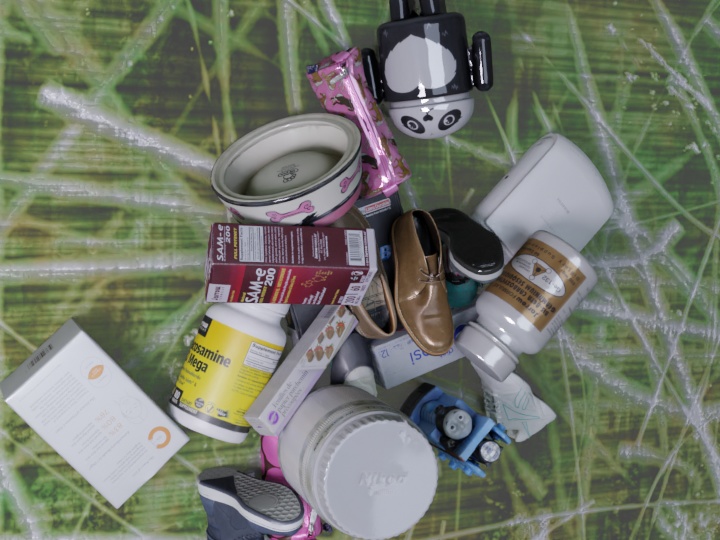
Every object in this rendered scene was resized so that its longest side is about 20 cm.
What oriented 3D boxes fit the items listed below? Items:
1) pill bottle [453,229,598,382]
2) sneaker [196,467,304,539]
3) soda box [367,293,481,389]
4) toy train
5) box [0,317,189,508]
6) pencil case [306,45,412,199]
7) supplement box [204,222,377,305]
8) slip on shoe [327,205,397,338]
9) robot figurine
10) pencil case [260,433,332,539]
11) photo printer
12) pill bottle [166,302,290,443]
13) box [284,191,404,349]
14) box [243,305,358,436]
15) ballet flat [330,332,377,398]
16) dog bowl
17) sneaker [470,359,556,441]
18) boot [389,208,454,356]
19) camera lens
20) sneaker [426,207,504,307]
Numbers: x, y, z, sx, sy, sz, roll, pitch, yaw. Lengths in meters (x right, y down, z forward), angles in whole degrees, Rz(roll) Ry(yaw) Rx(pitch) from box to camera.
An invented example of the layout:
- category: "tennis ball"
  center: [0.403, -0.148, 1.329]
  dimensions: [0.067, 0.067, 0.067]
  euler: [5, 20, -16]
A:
- category: "pill bottle"
  center: [0.226, 0.052, 1.446]
  dimensions: [0.114, 0.114, 0.200]
  euler: [44, 83, -22]
- category: "sneaker"
  center: [-0.136, 0.351, 1.361]
  dimensions: [0.077, 0.202, 0.146]
  euler: [-14, 104, -38]
- category: "soda box"
  center: [0.102, 0.100, 1.498]
  dimensions: [0.200, 0.063, 0.068]
  euler: [-21, 105, -19]
- category: "toy train"
  center: [0.129, 0.222, 1.458]
  dimensions: [0.114, 0.200, 0.087]
  euler: [40, 81, -12]
- category: "box"
  center: [-0.334, 0.177, 1.304]
  dimensions: [0.124, 0.097, 0.200]
  euler: [-44, 111, -12]
- category: "pencil case"
  center: [0.000, -0.195, 1.391]
  dimensions: [0.087, 0.083, 0.200]
  euler: [-40, 110, -55]
- category: "supplement box"
  center: [-0.088, -0.006, 1.282]
  dimensions: [0.200, 0.109, 0.061]
  euler: [2, 63, -12]
- category: "slip on shoe"
  center: [0.000, 0.000, 1.390]
  dimensions: [0.076, 0.061, 0.200]
  euler: [-20, 105, -20]
- category: "robot figurine"
  center: [0.088, -0.278, 1.405]
  dimensions: [0.125, 0.150, 0.200]
  euler: [-16, 103, -34]
- category: "pencil case"
  center: [-0.091, 0.270, 1.423]
  dimensions: [0.091, 0.094, 0.200]
  euler: [-8, 100, -23]
- category: "photo printer"
  center: [0.276, -0.091, 1.543]
  dimensions: [0.200, 0.069, 0.166]
  euler: [-47, 112, -11]
- category: "pill bottle"
  center: [-0.166, 0.114, 1.358]
  dimensions: [0.112, 0.112, 0.200]
  euler: [23, 87, -24]
- category: "box"
  center: [-0.019, 0.005, 1.443]
  dimensions: [0.200, 0.050, 0.199]
  euler: [-19, 105, -20]
- category: "box"
  center: [-0.075, 0.127, 1.354]
  dimensions: [0.039, 0.041, 0.200]
  euler: [49, 58, -23]
- category: "ballet flat"
  center: [-0.005, 0.184, 1.434]
  dimensions: [0.073, 0.073, 0.200]
  euler: [-5, 116, -22]
- category: "dog bowl"
  center: [-0.086, -0.118, 1.324]
  dimensions: [0.200, 0.200, 0.074]
  euler: [-31, 128, -16]
- category: "sneaker"
  center: [0.217, 0.192, 1.545]
  dimensions: [0.080, 0.070, 0.200]
  euler: [-45, 125, -1]
- category: "boot"
  center: [0.085, 0.014, 1.386]
  dimensions: [0.074, 0.075, 0.200]
  euler: [-10, 79, -18]
- category: "camera lens"
  center: [-0.008, 0.235, 1.296]
  dimensions: [0.160, 0.200, 0.160]
  euler: [-2, 96, -19]
- category: "sneaker"
  center: [0.142, 0.003, 1.440]
  dimensions: [0.084, 0.200, 0.121]
  euler: [-13, 118, -11]
